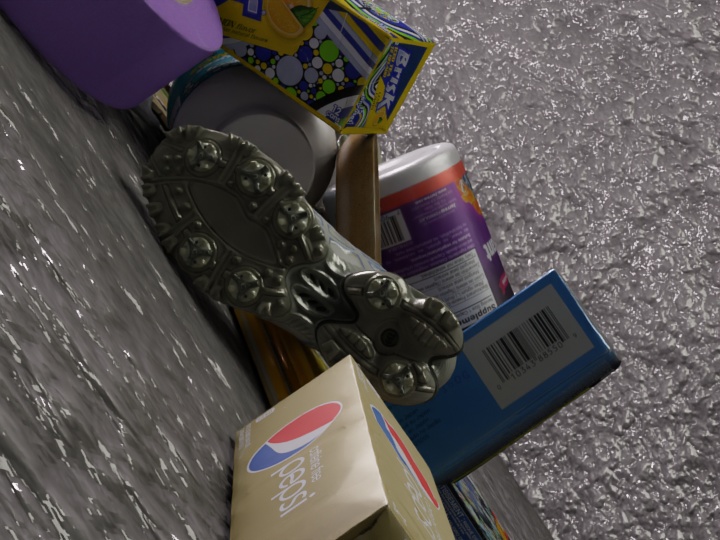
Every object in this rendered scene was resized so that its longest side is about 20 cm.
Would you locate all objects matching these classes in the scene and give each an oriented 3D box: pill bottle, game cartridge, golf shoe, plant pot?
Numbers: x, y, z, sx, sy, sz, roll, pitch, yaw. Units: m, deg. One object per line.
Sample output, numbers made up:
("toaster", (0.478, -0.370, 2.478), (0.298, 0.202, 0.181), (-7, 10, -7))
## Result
("pill bottle", (0.056, 0.013, 1.174), (0.111, 0.111, 0.200), (-105, 174, -81))
("pill bottle", (-0.076, -0.092, 1.048), (0.111, 0.111, 0.200), (55, 3, -19))
("game cartridge", (0.003, 0.111, 0.883), (0.200, 0.032, 0.176), (53, 4, -31))
("golf shoe", (-0.035, 0.002, 0.836), (0.200, 0.078, 0.097), (41, -2, 4))
("plant pot", (0.000, 0.000, 1.018), (0.200, 0.027, 0.201), (-2, 90, -88))

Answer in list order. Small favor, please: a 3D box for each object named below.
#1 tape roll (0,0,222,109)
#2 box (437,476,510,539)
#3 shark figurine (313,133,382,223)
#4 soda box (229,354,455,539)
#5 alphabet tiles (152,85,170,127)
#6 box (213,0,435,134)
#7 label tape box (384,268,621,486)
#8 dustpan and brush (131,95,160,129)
("tape roll", (-0.162, -0.193, 0.874), (0.200, 0.066, 0.200), (53, 14, -20))
("box", (0.066, 0.174, 1.150), (0.137, 0.040, 0.200), (57, 3, 0))
("shark figurine", (-0.035, -0.056, 1.258), (0.128, 0.089, 0.214), (64, 26, -11))
("soda box", (-0.005, 0.097, 0.572), (0.068, 0.064, 0.200), (56, 2, -11))
("alphabet tiles", (-0.165, -0.147, 1.229), (0.167, 0.006, 0.200), (57, 3, 14))
("box", (-0.056, -0.166, 0.972), (0.200, 0.070, 0.064), (37, 19, 21))
("label tape box", (0.091, 0.073, 0.982), (0.066, 0.143, 0.200), (55, 6, 10))
("dustpan and brush", (-0.182, -0.186, 1.029), (0.200, 0.057, 0.140), (50, -10, 2))
